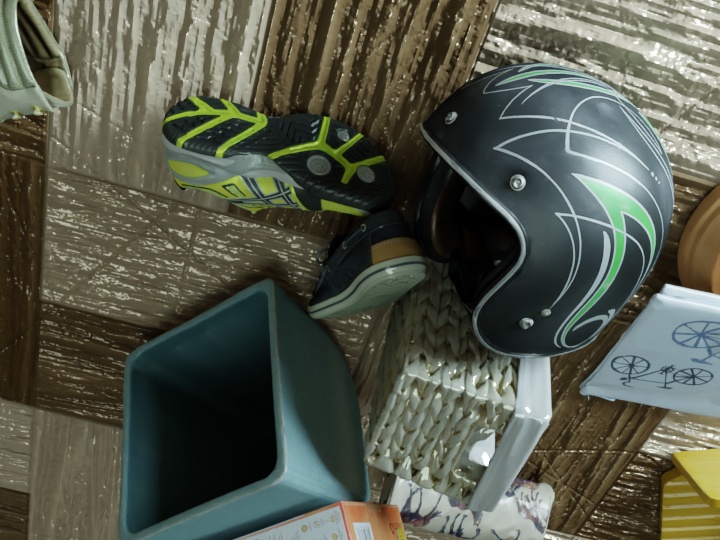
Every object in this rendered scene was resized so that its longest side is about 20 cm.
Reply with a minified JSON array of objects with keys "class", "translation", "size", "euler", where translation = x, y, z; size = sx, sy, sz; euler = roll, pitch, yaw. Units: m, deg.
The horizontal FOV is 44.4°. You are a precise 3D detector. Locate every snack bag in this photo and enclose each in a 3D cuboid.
[{"class":"snack bag","translation":[0.327,0.086,0.834],"size":[0.185,0.022,0.201],"euler":[10,146,-3]}]

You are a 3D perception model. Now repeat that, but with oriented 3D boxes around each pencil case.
[{"class":"pencil case","translation":[0.113,0.263,0.988],"size":[0.196,0.078,0.091],"euler":[13,115,-6]}]

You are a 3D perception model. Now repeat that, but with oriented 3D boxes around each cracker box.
[{"class":"cracker box","translation":[-0.068,0.269,0.808],"size":[0.197,0.059,0.134],"euler":[-23,157,18]}]

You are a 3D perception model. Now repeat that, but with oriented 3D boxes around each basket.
[{"class":"basket","translation":[0.084,0.080,0.767],"size":[0.121,0.202,0.137],"euler":[17,129,-4]}]

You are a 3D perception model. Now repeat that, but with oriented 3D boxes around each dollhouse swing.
[{"class":"dollhouse swing","translation":[0.430,0.323,0.946],"size":[0.178,0.177,0.202],"euler":[-6,130,10]}]

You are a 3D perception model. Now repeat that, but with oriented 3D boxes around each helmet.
[{"class":"helmet","translation":[0.133,-0.055,0.658],"size":[0.196,0.201,0.194],"euler":[9,121,-2]}]

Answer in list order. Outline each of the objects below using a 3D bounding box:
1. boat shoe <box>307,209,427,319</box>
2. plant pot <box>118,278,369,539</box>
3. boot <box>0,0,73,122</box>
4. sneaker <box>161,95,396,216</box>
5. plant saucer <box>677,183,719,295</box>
[{"class":"boat shoe","translation":[0.000,0.000,0.769],"size":[0.073,0.063,0.200],"euler":[-9,168,-21]},{"class":"plant pot","translation":[-0.093,0.166,0.860],"size":[0.194,0.199,0.199],"euler":[-27,141,24]},{"class":"boot","translation":[-0.307,-0.123,0.718],"size":[0.151,0.073,0.203],"euler":[-4,128,5]},{"class":"sneaker","translation":[-0.066,-0.085,0.736],"size":[0.196,0.076,0.077],"euler":[17,144,-1]},{"class":"plant saucer","translation":[0.380,-0.012,0.768],"size":[0.196,0.038,0.203],"euler":[3,129,4]}]
